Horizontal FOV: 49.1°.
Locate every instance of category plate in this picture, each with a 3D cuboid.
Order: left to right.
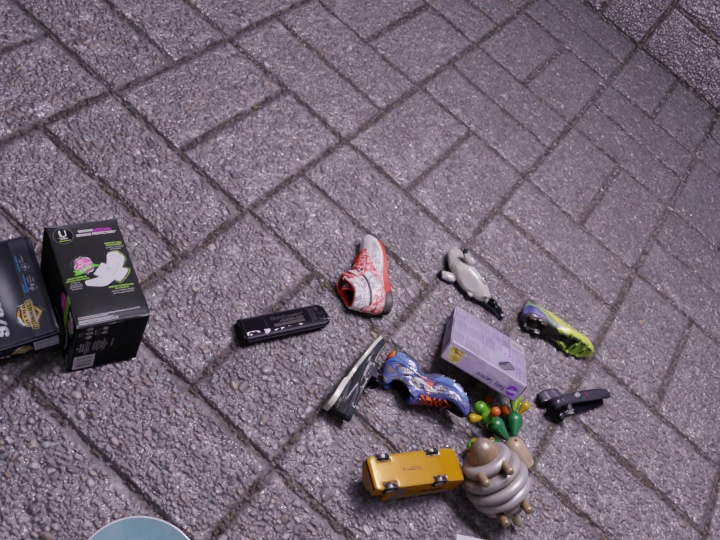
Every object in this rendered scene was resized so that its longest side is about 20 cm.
[{"bbox_3d":[-0.327,0.463,1.155,0.198,0.026,0.202,16,49,-20],"label":"plate"}]

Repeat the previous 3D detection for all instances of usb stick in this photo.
[{"bbox_3d":[-0.152,0.104,1.538,0.198,0.033,0.056,-10,54,-35],"label":"usb stick"}]

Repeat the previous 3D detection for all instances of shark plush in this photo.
[{"bbox_3d":[0.276,0.022,1.833,0.199,0.091,0.083,39,15,9],"label":"shark plush"}]

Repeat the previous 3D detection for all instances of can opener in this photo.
[{"bbox_3d":[0.482,0.286,1.742,0.198,0.064,0.079,-1,55,-30],"label":"can opener"}]

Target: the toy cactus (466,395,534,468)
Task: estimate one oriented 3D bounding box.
[{"bbox_3d":[0.296,0.325,1.593,0.166,0.102,0.200,51,38,2],"label":"toy cactus"}]

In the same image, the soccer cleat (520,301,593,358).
[{"bbox_3d":[0.466,0.135,1.854,0.198,0.065,0.084,29,39,-8],"label":"soccer cleat"}]

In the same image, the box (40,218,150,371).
[{"bbox_3d":[-0.454,0.039,1.330,0.123,0.149,0.202,-9,61,-33],"label":"box"}]

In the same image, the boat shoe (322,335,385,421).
[{"bbox_3d":[0.005,0.210,1.517,0.066,0.075,0.200,39,46,1],"label":"boat shoe"}]

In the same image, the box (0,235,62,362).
[{"bbox_3d":[-0.595,0.051,1.289,0.157,0.046,0.201,-16,64,-23],"label":"box"}]

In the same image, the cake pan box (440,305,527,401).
[{"bbox_3d":[0.262,0.170,1.665,0.183,0.053,0.200,32,22,-3],"label":"cake pan box"}]

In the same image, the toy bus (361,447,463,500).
[{"bbox_3d":[0.092,0.371,1.435,0.198,0.078,0.066,1,56,-30],"label":"toy bus"}]

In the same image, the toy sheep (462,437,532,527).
[{"bbox_3d":[0.257,0.399,1.470,0.138,0.137,0.202,-37,110,-43],"label":"toy sheep"}]

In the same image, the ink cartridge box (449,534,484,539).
[{"bbox_3d":[0.250,0.576,1.389,0.198,0.045,0.178,17,47,-18],"label":"ink cartridge box"}]

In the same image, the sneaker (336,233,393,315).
[{"bbox_3d":[0.001,0.000,1.685,0.107,0.067,0.204,7,54,-28],"label":"sneaker"}]

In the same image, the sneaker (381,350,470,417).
[{"bbox_3d":[0.126,0.242,1.565,0.198,0.076,0.079,27,55,12],"label":"sneaker"}]
